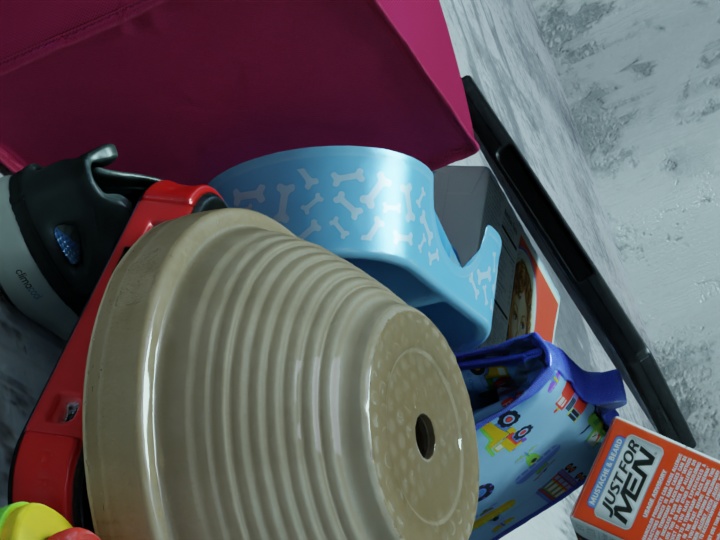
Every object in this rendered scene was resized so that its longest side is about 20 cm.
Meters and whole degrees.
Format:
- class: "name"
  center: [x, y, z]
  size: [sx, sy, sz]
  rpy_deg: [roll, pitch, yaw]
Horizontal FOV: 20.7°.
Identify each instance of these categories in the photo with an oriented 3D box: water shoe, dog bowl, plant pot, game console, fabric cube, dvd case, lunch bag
- class: "water shoe"
  center: [-0.097, 0.004, 0.893]
  size: [0.200, 0.078, 0.072]
  rpy_deg: [37, 33, -65]
- class: "dog bowl"
  center: [0.000, 0.000, 0.947]
  size: [0.200, 0.111, 0.050]
  rpy_deg: [38, 44, -60]
- class: "plant pot"
  center: [-0.015, 0.069, 0.763]
  size: [0.201, 0.092, 0.203]
  rpy_deg: [37, 47, -55]
- class: "game console"
  center: [-0.077, 0.081, 0.807]
  size: [0.201, 0.031, 0.178]
  rpy_deg: [-70, 153, -46]
- class: "fabric cube"
  center: [-0.082, -0.145, 0.943]
  size: [0.196, 0.199, 0.201]
  rpy_deg: [48, 25, -56]
- class: "dvd case"
  center: [0.116, -0.002, 1.082]
  size: [0.201, 0.017, 0.143]
  rpy_deg: [61, 4, 31]
- class: "lunch bag"
  center: [0.049, 0.100, 1.047]
  size: [0.151, 0.199, 0.095]
  rpy_deg: [45, 26, -59]

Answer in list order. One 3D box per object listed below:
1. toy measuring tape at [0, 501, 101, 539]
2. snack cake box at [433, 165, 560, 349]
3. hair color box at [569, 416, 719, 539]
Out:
- class: "toy measuring tape"
  center: [-0.130, 0.098, 0.636]
  size: [0.200, 0.073, 0.074]
  rpy_deg: [48, 23, -55]
- class: "snack cake box"
  center: [0.059, 0.031, 1.141]
  size: [0.200, 0.067, 0.116]
  rpy_deg: [53, 42, -62]
- class: "hair color box"
  center: [0.214, 0.153, 1.029]
  size: [0.064, 0.199, 0.111]
  rpy_deg: [-62, 163, -11]
